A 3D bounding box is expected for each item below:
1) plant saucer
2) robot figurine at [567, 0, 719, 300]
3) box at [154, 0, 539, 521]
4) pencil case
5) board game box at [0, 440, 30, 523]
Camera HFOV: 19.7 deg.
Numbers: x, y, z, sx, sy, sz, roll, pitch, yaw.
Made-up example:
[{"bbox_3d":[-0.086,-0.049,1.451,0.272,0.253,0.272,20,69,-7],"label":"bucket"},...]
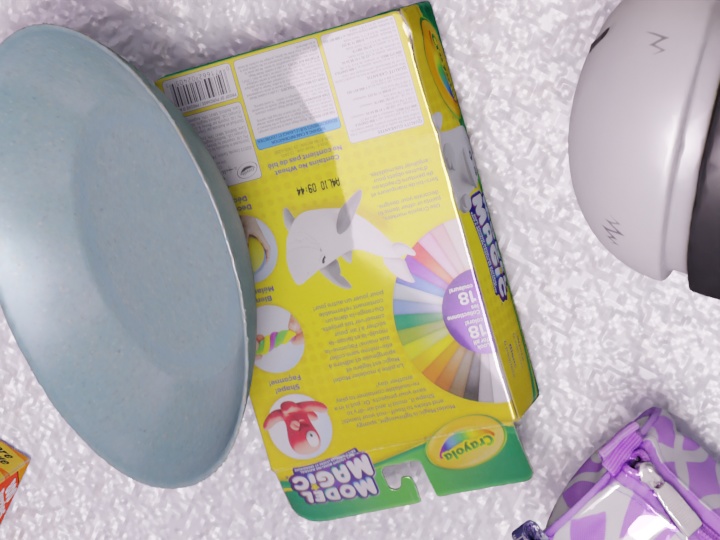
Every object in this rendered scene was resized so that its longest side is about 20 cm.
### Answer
[{"bbox_3d":[-0.096,-0.009,0.867,0.201,0.039,0.202,28,128,43],"label":"plant saucer"},{"bbox_3d":[0.175,-0.043,0.751,0.199,0.125,0.151,14,103,15],"label":"robot figurine"},{"bbox_3d":[0.000,0.000,0.862,0.117,0.048,0.201,-13,97,21],"label":"box"},{"bbox_3d":[0.161,0.137,0.820,0.200,0.084,0.086,39,149,4],"label":"pencil case"},{"bbox_3d":[-0.307,0.142,0.920,0.199,0.200,0.201,31,112,9],"label":"board game box"}]
